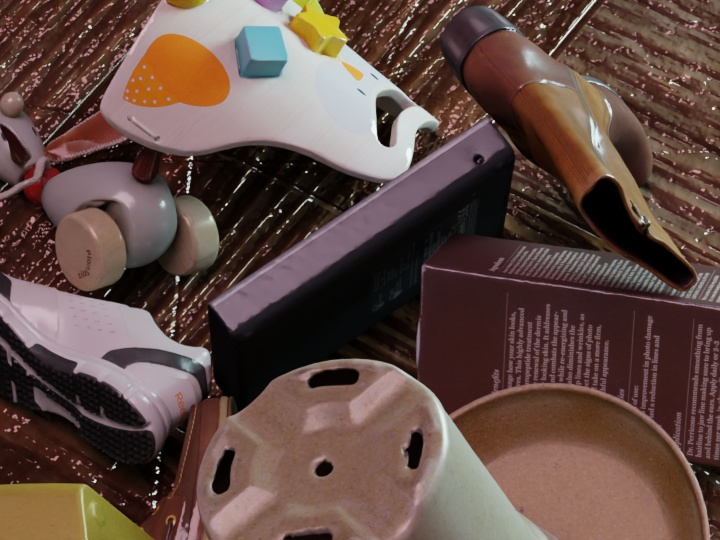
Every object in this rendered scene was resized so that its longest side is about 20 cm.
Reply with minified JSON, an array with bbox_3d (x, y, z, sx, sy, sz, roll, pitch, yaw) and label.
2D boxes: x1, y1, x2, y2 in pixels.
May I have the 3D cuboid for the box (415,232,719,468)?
[{"bbox_3d":[0.136,0.046,1.606,0.199,0.101,0.075,8,21,14],"label":"box"}]

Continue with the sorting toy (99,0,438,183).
[{"bbox_3d":[-0.039,-0.119,1.736,0.180,0.107,0.200,31,23,1],"label":"sorting toy"}]

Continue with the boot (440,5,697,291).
[{"bbox_3d":[0.148,-0.057,1.618,0.068,0.188,0.200,-41,42,4],"label":"boot"}]

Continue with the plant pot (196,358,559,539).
[{"bbox_3d":[0.008,0.152,1.438,0.200,0.184,0.201,-12,46,13],"label":"plant pot"}]

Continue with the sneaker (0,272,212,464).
[{"bbox_3d":[-0.174,0.048,1.702,0.200,0.074,0.080,30,48,28],"label":"sneaker"}]

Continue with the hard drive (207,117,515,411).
[{"bbox_3d":[0.000,0.000,1.650,0.200,0.140,0.033,-34,73,-13],"label":"hard drive"}]

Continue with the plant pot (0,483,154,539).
[{"bbox_3d":[-0.180,0.224,1.464,0.176,0.200,0.200,-23,52,16],"label":"plant pot"}]

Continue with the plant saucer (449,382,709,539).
[{"bbox_3d":[0.101,0.163,1.555,0.199,0.035,0.201,-8,67,19],"label":"plant saucer"}]

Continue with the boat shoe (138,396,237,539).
[{"bbox_3d":[-0.104,0.160,1.599,0.067,0.072,0.201,0,58,9],"label":"boat shoe"}]

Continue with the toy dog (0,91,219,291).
[{"bbox_3d":[-0.176,-0.066,1.746,0.200,0.097,0.132,24,29,20],"label":"toy dog"}]
